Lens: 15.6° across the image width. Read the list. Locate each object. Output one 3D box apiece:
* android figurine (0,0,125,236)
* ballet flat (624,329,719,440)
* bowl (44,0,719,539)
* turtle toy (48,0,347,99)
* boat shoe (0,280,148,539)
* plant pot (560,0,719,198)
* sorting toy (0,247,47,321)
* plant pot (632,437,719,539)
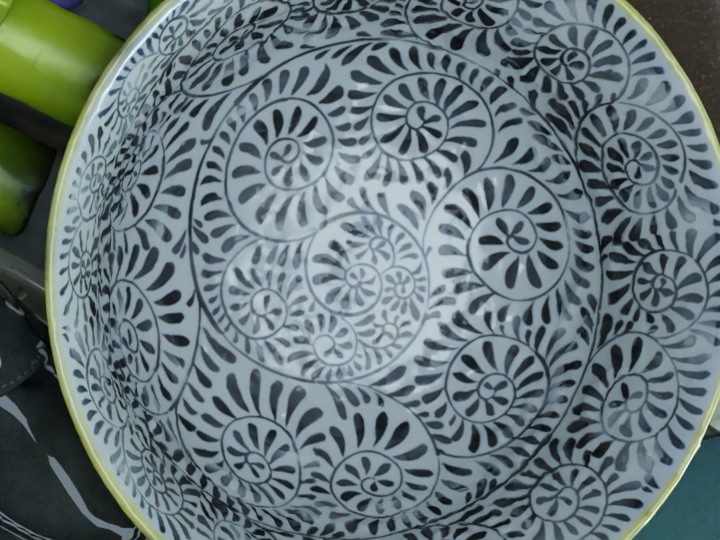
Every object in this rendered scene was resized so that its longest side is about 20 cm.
[{"bbox_3d":[-0.172,-0.083,0.764,0.200,0.182,0.041,27,51,-10],"label":"android figurine"},{"bbox_3d":[0.062,0.011,0.821,0.057,0.200,0.066,47,68,-34],"label":"ballet flat"},{"bbox_3d":[0.000,0.000,0.760,0.200,0.094,0.201,-1,92,-16],"label":"bowl"},{"bbox_3d":[-0.079,-0.129,0.786,0.200,0.146,0.101,33,52,-18],"label":"turtle toy"},{"bbox_3d":[-0.131,0.019,0.742,0.200,0.057,0.069,43,84,-2],"label":"boat shoe"},{"bbox_3d":[0.099,-0.125,0.813,0.187,0.187,0.200,-10,87,-16],"label":"plant pot"},{"bbox_3d":[-0.200,0.052,0.808,0.180,0.107,0.200,35,84,-11],"label":"sorting toy"},{"bbox_3d":[0.150,0.072,0.875,0.188,0.200,0.200,-24,103,0],"label":"plant pot"}]
